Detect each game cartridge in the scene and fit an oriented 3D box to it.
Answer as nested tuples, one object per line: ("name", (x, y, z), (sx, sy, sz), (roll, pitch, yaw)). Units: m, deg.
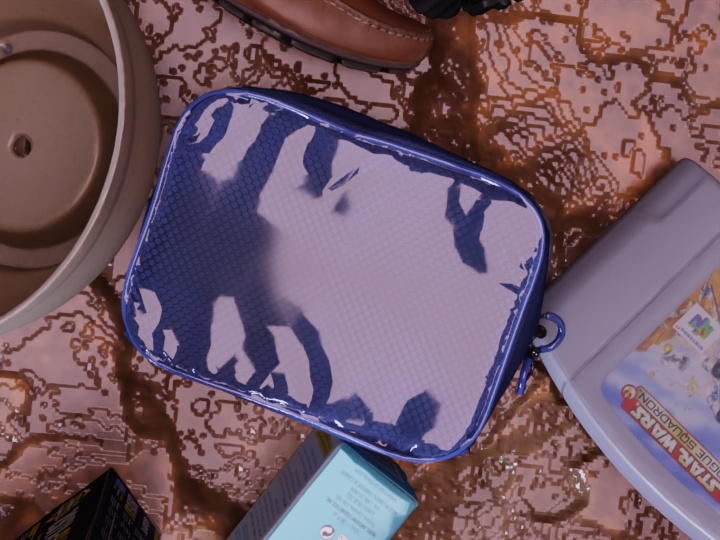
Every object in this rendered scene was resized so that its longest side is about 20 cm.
("game cartridge", (0.181, 0.058, 0.962), (0.133, 0.042, 0.200), (-42, 78, -12))

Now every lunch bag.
("lunch bag", (0.000, 0.000, 0.929), (0.199, 0.132, 0.136), (22, 96, 2))

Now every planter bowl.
("planter bowl", (-0.172, -0.063, 0.893), (0.199, 0.135, 0.201), (-1, 86, 15))

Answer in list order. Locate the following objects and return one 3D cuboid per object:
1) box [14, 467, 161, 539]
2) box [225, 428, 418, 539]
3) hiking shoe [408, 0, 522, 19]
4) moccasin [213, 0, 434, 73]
("box", (-0.167, 0.170, 0.899), (0.159, 0.200, 0.049), (-36, 96, -1))
("box", (-0.055, 0.167, 0.967), (0.049, 0.082, 0.200), (38, 92, -8))
("hiking shoe", (0.108, -0.180, 0.949), (0.199, 0.074, 0.087), (-9, 71, -17))
("moccasin", (-0.049, -0.162, 0.943), (0.201, 0.074, 0.078), (35, 100, 1))
